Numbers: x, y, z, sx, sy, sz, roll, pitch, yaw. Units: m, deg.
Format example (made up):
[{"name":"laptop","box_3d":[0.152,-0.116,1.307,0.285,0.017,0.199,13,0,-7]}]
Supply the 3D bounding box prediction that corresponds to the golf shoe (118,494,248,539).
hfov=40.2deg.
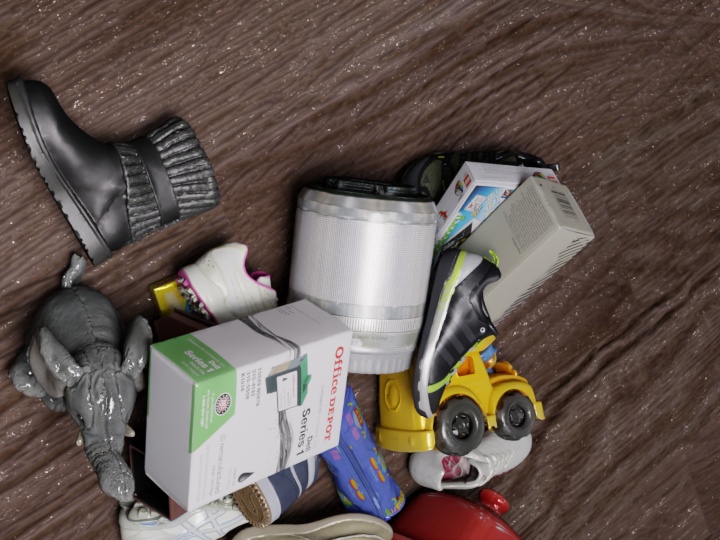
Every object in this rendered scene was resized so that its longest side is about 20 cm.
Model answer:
[{"name":"golf shoe","box_3d":[-0.180,0.280,1.131,0.198,0.078,0.098,0,119,-24]}]

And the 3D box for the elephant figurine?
[{"name":"elephant figurine","box_3d":[-0.258,0.100,0.964,0.142,0.200,0.155,-46,117,-13]}]

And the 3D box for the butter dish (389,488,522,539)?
[{"name":"butter dish","box_3d":[0.138,0.345,1.245,0.200,0.199,0.148,47,67,-27]}]

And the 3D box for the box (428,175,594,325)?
[{"name":"box","box_3d":[0.168,-0.012,1.140,0.068,0.083,0.200,9,138,-40]}]

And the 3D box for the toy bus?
[{"name":"toy bus","box_3d":[0.115,0.124,1.229,0.198,0.135,0.194,-7,88,-30]}]

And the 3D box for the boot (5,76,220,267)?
[{"name":"boot","box_3d":[-0.246,-0.124,0.993,0.157,0.079,0.212,-31,122,-14]}]

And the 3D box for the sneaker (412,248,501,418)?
[{"name":"sneaker","box_3d":[0.111,0.074,1.091,0.082,0.072,0.202,13,100,7]}]

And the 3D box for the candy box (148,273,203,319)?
[{"name":"candy box","box_3d":[-0.160,0.091,1.117,0.102,0.026,0.202,-23,110,-19]}]

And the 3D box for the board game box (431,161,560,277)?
[{"name":"board game box","box_3d":[0.136,-0.046,1.179,0.125,0.035,0.201,2,140,-29]}]

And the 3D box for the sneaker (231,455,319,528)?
[{"name":"sneaker","box_3d":[-0.118,0.173,1.104,0.108,0.070,0.201,-27,92,-43]}]

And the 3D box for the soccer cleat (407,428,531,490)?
[{"name":"soccer cleat","box_3d":[0.158,0.253,1.290,0.198,0.086,0.071,-7,104,-28]}]

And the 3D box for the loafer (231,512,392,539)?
[{"name":"loafer","box_3d":[-0.053,0.335,1.150,0.198,0.069,0.076,-2,138,-18]}]

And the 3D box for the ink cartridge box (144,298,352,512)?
[{"name":"ink cartridge box","box_3d":[-0.109,0.128,0.982,0.199,0.084,0.147,-16,123,-41]}]

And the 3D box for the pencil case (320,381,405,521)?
[{"name":"pencil case","box_3d":[-0.015,0.220,1.187,0.077,0.087,0.201,-25,115,1]}]

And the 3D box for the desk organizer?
[{"name":"desk organizer","box_3d":[-0.195,0.152,1.032,0.077,0.071,0.202,-23,123,-47]}]

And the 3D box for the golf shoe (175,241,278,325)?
[{"name":"golf shoe","box_3d":[-0.114,0.058,1.080,0.091,0.075,0.201,-42,118,-19]}]

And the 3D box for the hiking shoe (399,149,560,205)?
[{"name":"hiking shoe","box_3d":[0.142,-0.117,1.192,0.198,0.100,0.077,-15,93,-28]}]

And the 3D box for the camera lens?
[{"name":"camera lens","box_3d":[0.000,0.000,1.108,0.159,0.160,0.202,2,99,-29]}]
